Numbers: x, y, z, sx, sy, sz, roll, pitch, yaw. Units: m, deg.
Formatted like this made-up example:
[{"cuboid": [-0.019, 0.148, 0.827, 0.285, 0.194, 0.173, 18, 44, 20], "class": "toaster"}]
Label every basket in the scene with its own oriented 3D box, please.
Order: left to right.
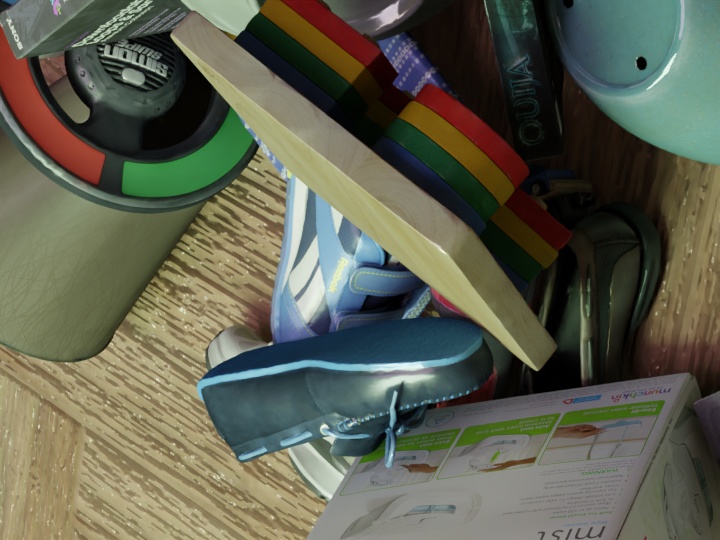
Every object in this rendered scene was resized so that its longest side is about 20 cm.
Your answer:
[{"cuboid": [-0.184, -0.055, 1.723, 0.180, 0.136, 0.200, 34, 130, -18], "class": "basket"}]

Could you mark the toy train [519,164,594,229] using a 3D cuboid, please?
[{"cuboid": [0.067, -0.023, 1.542, 0.200, 0.034, 0.046, -23, 73, 48], "class": "toy train"}]

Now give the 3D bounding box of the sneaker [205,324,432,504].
[{"cuboid": [-0.015, 0.064, 1.642, 0.115, 0.076, 0.200, -57, 43, 9], "class": "sneaker"}]

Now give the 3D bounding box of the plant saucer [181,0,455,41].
[{"cuboid": [-0.013, -0.176, 1.420, 0.200, 0.200, 0.050, -49, 40, 42], "class": "plant saucer"}]

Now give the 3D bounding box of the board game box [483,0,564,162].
[{"cuboid": [0.075, -0.173, 1.334, 0.028, 0.135, 0.200, -9, 113, 9], "class": "board game box"}]

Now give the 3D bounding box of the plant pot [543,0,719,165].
[{"cuboid": [0.172, -0.142, 1.319, 0.200, 0.135, 0.201, 15, 111, 43], "class": "plant pot"}]

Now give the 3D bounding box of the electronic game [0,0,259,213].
[{"cuboid": [-0.146, -0.130, 1.615, 0.042, 0.200, 0.200, -35, 75, 54], "class": "electronic game"}]

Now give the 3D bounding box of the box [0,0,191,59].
[{"cuboid": [-0.099, -0.182, 1.550, 0.143, 0.200, 0.036, -31, 78, 47], "class": "box"}]

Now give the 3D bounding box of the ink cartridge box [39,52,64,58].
[{"cuboid": [-0.244, -0.217, 1.794, 0.200, 0.067, 0.117, 22, 116, 42], "class": "ink cartridge box"}]

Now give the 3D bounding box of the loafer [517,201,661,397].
[{"cuboid": [0.117, 0.056, 1.484, 0.072, 0.063, 0.200, 31, 122, 38], "class": "loafer"}]

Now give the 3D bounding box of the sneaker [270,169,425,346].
[{"cuboid": [0.000, 0.000, 1.512, 0.082, 0.074, 0.201, 16, 112, 39], "class": "sneaker"}]

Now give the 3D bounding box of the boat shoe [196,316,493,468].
[{"cuboid": [-0.001, 0.071, 1.465, 0.200, 0.084, 0.069, -8, 106, 45], "class": "boat shoe"}]

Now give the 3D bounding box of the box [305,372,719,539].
[{"cuboid": [0.082, 0.149, 1.409, 0.200, 0.177, 0.097, -10, 116, 27], "class": "box"}]

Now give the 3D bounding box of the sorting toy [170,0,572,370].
[{"cuboid": [0.022, -0.057, 1.352, 0.199, 0.200, 0.070, 39, 86, 25], "class": "sorting toy"}]

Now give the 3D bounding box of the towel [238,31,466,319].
[{"cuboid": [0.006, -0.083, 1.552, 0.200, 0.024, 0.145, 53, 132, 22], "class": "towel"}]

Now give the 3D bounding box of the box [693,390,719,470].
[{"cuboid": [0.281, 0.105, 1.333, 0.200, 0.048, 0.159, -32, 77, 46], "class": "box"}]

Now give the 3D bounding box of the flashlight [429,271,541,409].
[{"cuboid": [0.060, 0.060, 1.512, 0.068, 0.068, 0.200, 14, 126, 4], "class": "flashlight"}]
